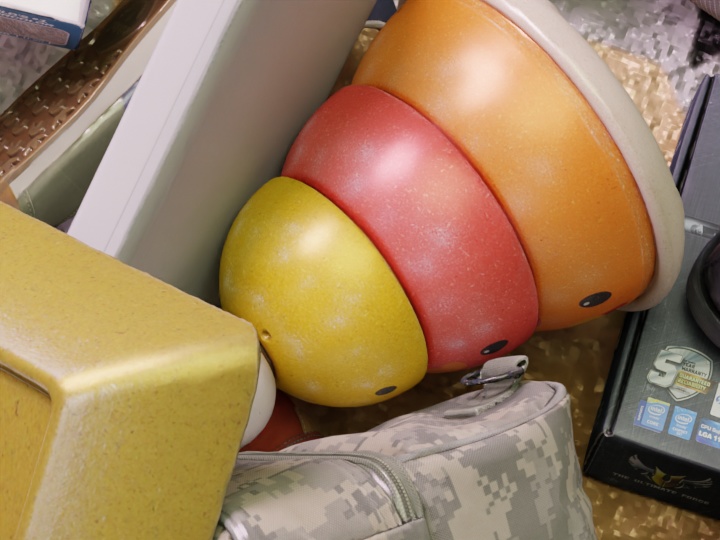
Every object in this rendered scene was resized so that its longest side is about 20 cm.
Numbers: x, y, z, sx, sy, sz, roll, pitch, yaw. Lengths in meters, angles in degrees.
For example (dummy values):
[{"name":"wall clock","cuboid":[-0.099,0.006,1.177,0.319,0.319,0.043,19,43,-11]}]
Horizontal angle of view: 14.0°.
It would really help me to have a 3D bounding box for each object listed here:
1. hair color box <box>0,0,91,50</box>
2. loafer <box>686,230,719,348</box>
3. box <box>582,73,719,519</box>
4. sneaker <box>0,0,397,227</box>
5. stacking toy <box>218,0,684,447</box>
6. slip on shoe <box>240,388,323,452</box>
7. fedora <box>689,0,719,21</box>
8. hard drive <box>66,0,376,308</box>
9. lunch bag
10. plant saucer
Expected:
[{"name":"hair color box","cuboid":[-0.127,-0.189,1.058,0.100,0.061,0.200,13,83,-7]},{"name":"loafer","cuboid":[0.204,-0.040,1.068,0.200,0.063,0.072,-37,75,-22]},{"name":"box","cuboid":[0.199,0.030,1.100,0.200,0.051,0.158,19,66,1]},{"name":"sneaker","cuboid":[-0.066,-0.056,1.091,0.200,0.067,0.090,-46,114,-3]},{"name":"stacking toy","cuboid":[0.000,0.000,1.027,0.200,0.146,0.146,-37,77,-17]},{"name":"slip on shoe","cuboid":[-0.074,0.118,1.022,0.061,0.074,0.200,29,63,2]},{"name":"fedora","cuboid":[0.163,-0.155,1.135,0.200,0.090,0.177,36,46,7]},{"name":"hard drive","cuboid":[-0.050,-0.044,1.009,0.027,0.132,0.200,29,99,15]},{"name":"lunch bag","cuboid":[0.020,0.144,0.966,0.168,0.139,0.200,-18,94,-29]},{"name":"plant saucer","cuboid":[-0.133,0.082,0.934,0.048,0.200,0.200,10,99,-42]}]
